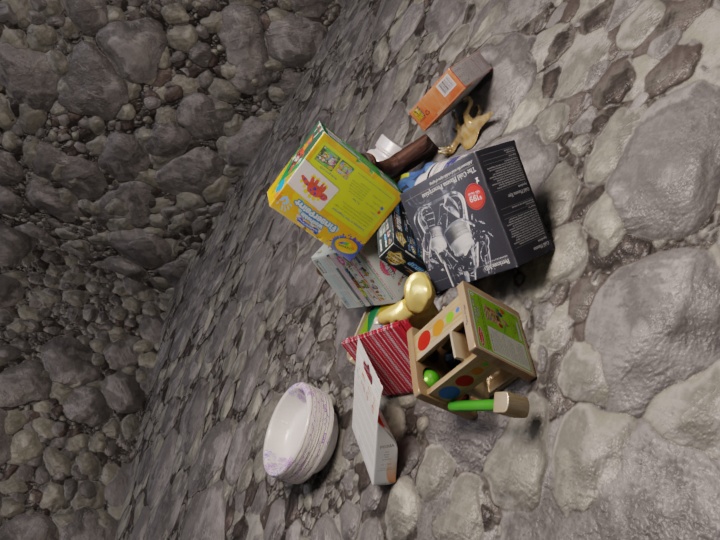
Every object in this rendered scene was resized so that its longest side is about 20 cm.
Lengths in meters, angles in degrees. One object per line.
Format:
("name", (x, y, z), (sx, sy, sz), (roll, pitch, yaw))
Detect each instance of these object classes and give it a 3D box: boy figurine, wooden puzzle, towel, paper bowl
("boy figurine", (0.084, 0.080, 1.060), (0.202, 0.121, 0.066), (102, 160, -54))
("wooden puzzle", (0.043, 0.126, 1.245), (0.199, 0.037, 0.189), (16, 81, 65))
("towel", (0.060, 0.163, 1.070), (0.022, 0.146, 0.199), (-44, 11, -35))
("paper bowl", (-0.121, 0.355, 1.277), (0.201, 0.103, 0.204), (-45, 31, 37))

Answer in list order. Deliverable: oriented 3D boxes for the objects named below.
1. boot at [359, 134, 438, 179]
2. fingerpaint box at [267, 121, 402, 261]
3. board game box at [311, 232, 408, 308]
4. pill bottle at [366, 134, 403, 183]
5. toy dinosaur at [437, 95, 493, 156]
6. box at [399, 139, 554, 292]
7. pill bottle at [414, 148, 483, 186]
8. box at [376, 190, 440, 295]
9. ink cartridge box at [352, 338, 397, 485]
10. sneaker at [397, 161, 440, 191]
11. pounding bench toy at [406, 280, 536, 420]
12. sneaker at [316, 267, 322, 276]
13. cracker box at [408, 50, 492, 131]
("boot", (0.090, -0.261, 1.335), (0.197, 0.065, 0.187), (-30, -8, -6))
("fingerpaint box", (-0.047, -0.143, 1.098), (0.168, 0.198, 0.074), (-50, 28, 15))
("board game box", (0.000, 0.000, 1.260), (0.064, 0.149, 0.198), (-46, 20, -28))
("pill bottle", (0.041, -0.230, 1.489), (0.202, 0.113, 0.115), (-57, 26, 15))
("toy dinosaur", (0.240, -0.315, 1.267), (0.199, 0.057, 0.104), (147, 127, -59))
("box", (0.185, -0.083, 0.973), (0.199, 0.103, 0.186), (-24, 88, 55))
("pill bottle", (0.188, -0.162, 1.139), (0.199, 0.109, 0.113), (0, 66, 63))
("box", (0.101, -0.067, 1.164), (0.046, 0.157, 0.203), (-40, 33, 30))
("ink cartridge box", (0.027, 0.246, 1.053), (0.163, 0.049, 0.205), (-122, 35, -62))
("sneaker", (0.145, -0.186, 1.310), (0.199, 0.065, 0.081), (-10, 66, 62))
("pounding bench toy", (0.160, 0.157, 0.881), (0.156, 0.122, 0.203), (-46, 31, 34))
("sneaker", (-0.050, -0.077, 1.593), (0.201, 0.066, 0.091), (-50, 21, 28))
("cracker box", (0.199, -0.394, 1.289), (0.134, 0.058, 0.200), (-42, 2, 39))
